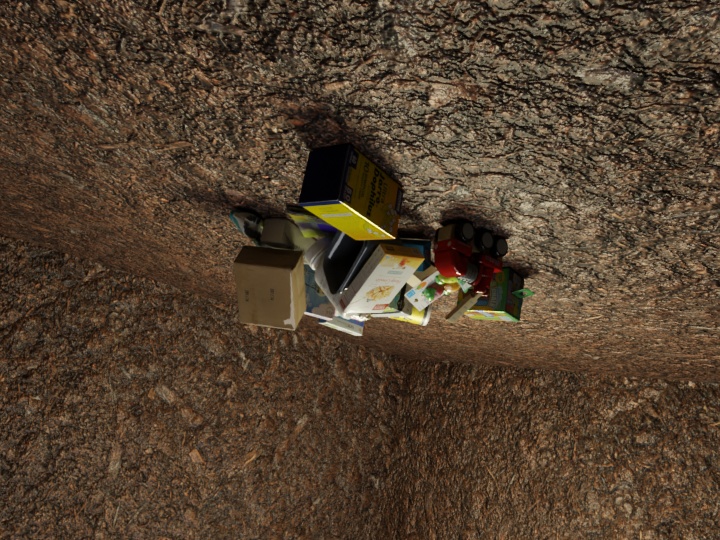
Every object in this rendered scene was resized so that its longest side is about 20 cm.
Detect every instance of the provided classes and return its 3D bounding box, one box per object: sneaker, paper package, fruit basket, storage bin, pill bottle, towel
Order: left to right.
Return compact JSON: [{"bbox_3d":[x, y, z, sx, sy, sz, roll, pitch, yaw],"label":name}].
[{"bbox_3d":[-0.300,-0.119,1.610,0.078,0.079,0.200,26,168,26],"label":"sneaker"},{"bbox_3d":[-0.252,0.046,1.593,0.184,0.206,0.104,6,-149,12],"label":"paper package"},{"bbox_3d":[-0.111,-0.118,1.508,0.138,0.024,0.200,9,166,9],"label":"towel"},{"bbox_3d":[-0.061,0.016,1.527,0.202,0.113,0.115,51,178,18],"label":"pill bottle"},{"bbox_3d":[-0.018,0.103,1.667,0.085,0.084,0.199,7,173,19],"label":"sneaker"},{"bbox_3d":[0.008,-0.044,1.406,0.131,0.148,0.202,8,132,-31],"label":"storage bin"},{"bbox_3d":[0.152,0.120,2.039,0.193,0.118,0.114,13,167,-3],"label":"pill bottle"},{"bbox_3d":[0.219,0.036,1.495,0.095,0.199,0.185,51,-176,25],"label":"fruit basket"}]

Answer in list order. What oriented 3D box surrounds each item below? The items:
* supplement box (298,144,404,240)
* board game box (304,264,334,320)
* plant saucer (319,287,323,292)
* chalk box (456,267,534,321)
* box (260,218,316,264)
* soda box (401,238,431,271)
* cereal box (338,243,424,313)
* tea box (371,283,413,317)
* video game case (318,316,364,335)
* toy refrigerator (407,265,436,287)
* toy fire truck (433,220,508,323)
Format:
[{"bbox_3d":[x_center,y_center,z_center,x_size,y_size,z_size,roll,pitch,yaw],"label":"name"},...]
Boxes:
[{"bbox_3d":[-0.013,-0.147,1.122,0.107,0.113,0.198,1,163,37],"label":"supplement box"},{"bbox_3d":[-0.159,0.030,1.757,0.194,0.206,0.043,16,166,-22],"label":"board game box"},{"bbox_3d":[0.000,0.000,1.645,0.193,0.201,0.050,5,122,21],"label":"plant saucer"},{"bbox_3d":[0.388,0.070,1.608,0.195,0.128,0.124,1,163,39],"label":"chalk box"},{"bbox_3d":[-0.196,-0.081,1.628,0.080,0.071,0.199,3,164,28],"label":"box"},{"bbox_3d":[0.085,-0.044,1.492,0.194,0.070,0.064,5,-165,28],"label":"soda box"},{"bbox_3d":[0.050,0.024,1.378,0.141,0.040,0.202,3,133,-43],"label":"cereal box"},{"bbox_3d":[0.046,0.062,1.851,0.193,0.138,0.197,20,163,-35],"label":"tea box"},{"bbox_3d":[-0.051,0.101,1.942,0.045,0.207,0.179,-5,160,44],"label":"video game case"},{"bbox_3d":[0.157,-0.004,1.638,0.074,0.072,0.199,12,167,31],"label":"toy refrigerator"},{"bbox_3d":[0.239,0.011,1.333,0.172,0.207,0.127,19,164,-31],"label":"toy fire truck"}]
